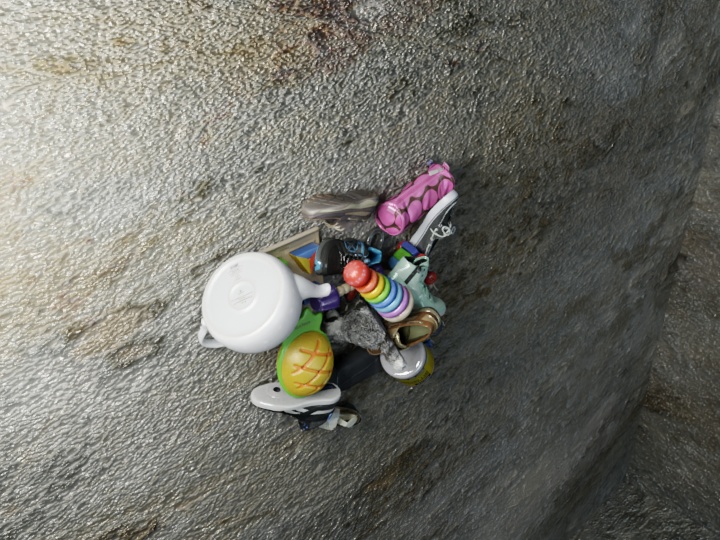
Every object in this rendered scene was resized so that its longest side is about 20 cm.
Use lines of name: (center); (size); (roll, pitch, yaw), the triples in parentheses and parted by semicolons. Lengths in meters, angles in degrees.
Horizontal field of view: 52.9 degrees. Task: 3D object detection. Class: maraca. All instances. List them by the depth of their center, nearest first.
maraca: (-0.118, 0.173, 1.502); (0.137, 0.107, 0.202); (-26, 122, -35)

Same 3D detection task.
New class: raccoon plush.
raccoon plush: (-0.007, 0.160, 1.576); (0.134, 0.201, 0.097); (-35, 151, 5)

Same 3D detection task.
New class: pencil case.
pencil case: (0.124, -0.165, 1.626); (0.200, 0.091, 0.094); (-41, 172, -28)

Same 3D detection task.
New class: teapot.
teapot: (-0.189, 0.073, 1.344); (0.199, 0.199, 0.146); (-66, 153, -14)

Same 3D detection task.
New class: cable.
cable: (0.000, 0.000, 1.634); (0.096, 0.050, 0.202); (1, 99, -30)

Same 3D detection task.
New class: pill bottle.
pill bottle: (0.123, 0.226, 1.801); (0.113, 0.112, 0.200); (-58, 159, -6)

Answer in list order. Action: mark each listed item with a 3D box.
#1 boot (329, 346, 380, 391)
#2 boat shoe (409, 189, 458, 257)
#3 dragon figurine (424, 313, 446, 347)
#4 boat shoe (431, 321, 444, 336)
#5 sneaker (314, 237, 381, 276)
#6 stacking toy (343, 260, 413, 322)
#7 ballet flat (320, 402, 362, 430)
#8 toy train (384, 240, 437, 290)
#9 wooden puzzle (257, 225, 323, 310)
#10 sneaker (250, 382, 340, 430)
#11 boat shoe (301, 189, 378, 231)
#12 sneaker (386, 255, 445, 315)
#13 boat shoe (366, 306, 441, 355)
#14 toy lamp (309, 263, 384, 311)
boot: (-0.032, 0.208, 1.676); (0.199, 0.066, 0.166); (-24, 135, -35)
boat shoe: (0.181, -0.102, 1.665); (0.073, 0.068, 0.200); (-35, 165, -46)
dragon figurine: (0.159, 0.120, 1.847); (0.100, 0.059, 0.200); (-52, 141, -14)
boat shoe: (0.142, 0.116, 1.748); (0.199, 0.062, 0.076); (28, 68, -39)
sneaker: (-0.026, -0.030, 1.502); (0.200, 0.081, 0.074); (-23, 122, -59)
stacking toy: (0.033, 0.035, 1.499); (0.086, 0.085, 0.200); (-58, 141, -5)
ballet flat: (-0.065, 0.343, 1.716); (0.199, 0.068, 0.069); (11, 104, -50)
toy train: (0.119, 0.031, 1.738); (0.116, 0.085, 0.200); (-42, 137, -9)
wooden puzzle: (-0.140, 0.028, 1.471); (0.185, 0.046, 0.202); (-27, 129, -37)
sneaker: (-0.146, 0.306, 1.574); (0.198, 0.073, 0.113); (2, 127, -20)
boat shoe: (-0.039, -0.115, 1.482); (0.199, 0.074, 0.074); (-13, 120, -42)
sneaker: (0.147, 0.034, 1.654); (0.199, 0.074, 0.119); (21, 111, -38)
boat shoe: (0.089, 0.144, 1.633); (0.076, 0.199, 0.074); (54, 32, -11)
toy lamp: (-0.029, 0.038, 1.528); (0.199, 0.058, 0.059); (-23, 127, -45)
